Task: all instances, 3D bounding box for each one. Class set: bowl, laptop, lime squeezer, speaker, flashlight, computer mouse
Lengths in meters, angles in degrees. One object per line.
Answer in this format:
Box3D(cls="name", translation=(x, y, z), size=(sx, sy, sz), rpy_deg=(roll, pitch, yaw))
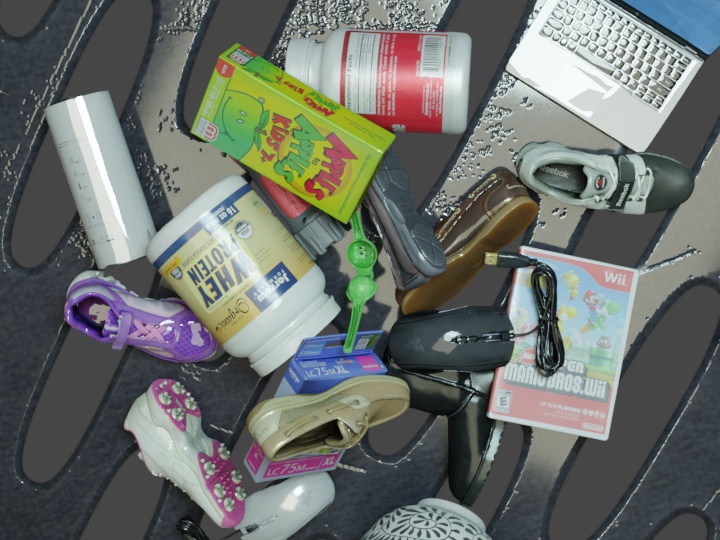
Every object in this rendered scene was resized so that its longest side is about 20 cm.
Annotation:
Box3D(cls="bowl", translation=(0.094, 0.332, 1.277), size=(0.200, 0.201, 0.094), rpy_deg=(26, 58, 1))
Box3D(cls="laptop", translation=(0.286, -0.253, 1.159), size=(0.187, 0.116, 0.200), rpy_deg=(32, 102, 1))
Box3D(cls="lime squeezer", translation=(0.000, 0.000, 1.230), size=(0.038, 0.071, 0.201), rpy_deg=(0, 76, 2))
Box3D(cls="speaker", translation=(-0.302, -0.106, 1.267), size=(0.081, 0.081, 0.200), rpy_deg=(-17, 97, 9))
Box3D(cls="flashlight", translation=(-0.093, -0.107, 1.251), size=(0.068, 0.068, 0.200), rpy_deg=(-38, 93, 15))
Box3D(cls="computer mouse", translation=(-0.123, 0.308, 1.339), size=(0.200, 0.044, 0.110), rpy_deg=(-34, 94, 11))
Box3D(cls="computer mouse", translation=(0.129, 0.048, 1.210), size=(0.199, 0.046, 0.141), rpy_deg=(1, 88, 7))

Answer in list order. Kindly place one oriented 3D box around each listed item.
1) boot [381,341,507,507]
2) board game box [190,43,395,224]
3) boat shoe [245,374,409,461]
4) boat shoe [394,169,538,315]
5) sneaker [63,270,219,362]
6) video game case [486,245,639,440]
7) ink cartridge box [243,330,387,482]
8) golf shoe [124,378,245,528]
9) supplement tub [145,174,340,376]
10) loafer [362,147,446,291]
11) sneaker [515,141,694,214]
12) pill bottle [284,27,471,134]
Box3D(cls="boot", translation=(0.091, 0.162, 1.275), size=(0.162, 0.073, 0.199), rpy_deg=(19, 94, 0))
Box3D(cls="board game box", translation=(-0.074, -0.147, 1.165), size=(0.200, 0.048, 0.102), rpy_deg=(31, 125, 3))
Box3D(cls="boat shoe", translation=(-0.025, 0.167, 1.184), size=(0.200, 0.065, 0.071), rpy_deg=(-10, 135, -29))
Box3D(cls="boat shoe", translation=(0.114, -0.031, 1.247), size=(0.200, 0.070, 0.070), rpy_deg=(-42, 55, 11))
Box3D(cls="sneaker", translation=(-0.267, 0.064, 1.290), size=(0.200, 0.088, 0.081), rpy_deg=(18, 100, 2))
Box3D(cls="video game case", translation=(0.233, 0.084, 1.242), size=(0.143, 0.017, 0.201), rpy_deg=(11, 87, -4))
Box3D(cls="ink cartridge box", translation=(-0.047, 0.157, 1.242), size=(0.042, 0.119, 0.200), rpy_deg=(49, 127, 38))
Box3D(cls="golf shoe", translation=(-0.215, 0.233, 1.322), size=(0.091, 0.075, 0.200), rpy_deg=(-36, 80, 23))
Box3D(cls="supplement tub", translation=(-0.131, 0.007, 1.236), size=(0.144, 0.144, 0.200), rpy_deg=(-40, 94, 11))
Box3D(cls="loafer", translation=(0.027, -0.070, 1.223), size=(0.063, 0.072, 0.200), rpy_deg=(-38, 67, 32))
Box3D(cls="sneaker", translation=(0.273, -0.095, 1.200), size=(0.199, 0.089, 0.074), rpy_deg=(6, 107, 5))
Box3D(cls="pill bottle", translation=(0.021, -0.210, 1.198), size=(0.199, 0.112, 0.113), rpy_deg=(4, 100, 6))
